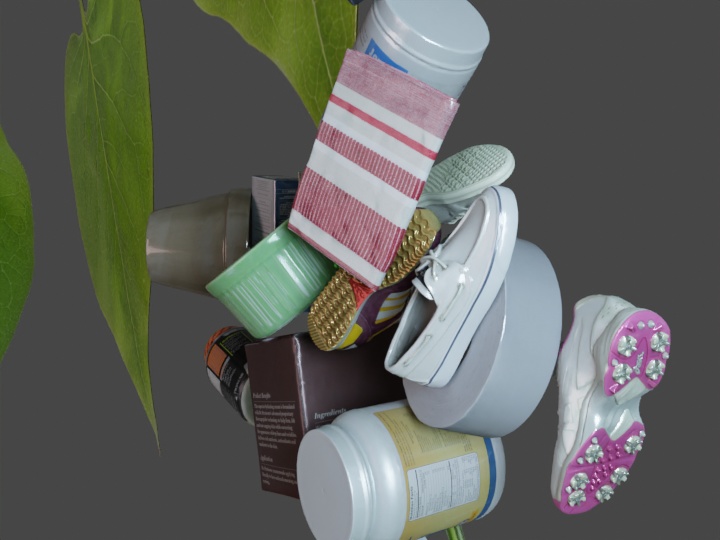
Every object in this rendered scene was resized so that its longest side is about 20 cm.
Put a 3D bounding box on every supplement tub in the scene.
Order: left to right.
[{"bbox_3d":[-0.190,0.173,1.250,0.199,0.120,0.125,29,118,54],"label":"supplement tub"},{"bbox_3d":[0.041,-0.204,0.813,0.134,0.130,0.201,65,144,29],"label":"supplement tub"},{"bbox_3d":[0.044,0.217,0.796,0.144,0.197,0.148,12,104,57],"label":"supplement tub"}]

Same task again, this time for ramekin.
[{"bbox_3d":[-0.095,-0.004,0.951,0.098,0.200,0.199,51,147,-7],"label":"ramekin"}]

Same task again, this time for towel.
[{"bbox_3d":[0.007,-0.102,0.738,0.143,0.023,0.203,35,113,32],"label":"towel"}]

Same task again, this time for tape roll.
[{"bbox_3d":[0.113,0.061,0.733,0.200,0.065,0.204,133,144,-51],"label":"tape roll"}]

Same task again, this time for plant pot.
[{"bbox_3d":[-0.267,-0.039,1.237,0.200,0.169,0.205,180,90,-84],"label":"plant pot"}]

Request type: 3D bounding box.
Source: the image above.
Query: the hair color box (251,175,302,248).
[{"bbox_3d":[-0.133,-0.049,1.185,0.100,0.059,0.205,20,110,59],"label":"hair color box"}]

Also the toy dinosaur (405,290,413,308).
[{"bbox_3d":[0.041,-0.008,0.855,0.059,0.101,0.199,-53,23,-12],"label":"toy dinosaur"}]

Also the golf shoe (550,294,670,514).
[{"bbox_3d":[0.207,0.117,0.651,0.092,0.074,0.204,-134,54,-60],"label":"golf shoe"}]

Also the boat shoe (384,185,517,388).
[{"bbox_3d":[0.078,0.013,0.671,0.072,0.065,0.203,-115,43,-58],"label":"boat shoe"}]

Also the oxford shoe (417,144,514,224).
[{"bbox_3d":[0.099,-0.082,0.811,0.199,0.058,0.076,-23,31,50],"label":"oxford shoe"}]

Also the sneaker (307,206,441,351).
[{"bbox_3d":[0.026,0.009,0.792,0.200,0.089,0.076,-46,63,27],"label":"sneaker"}]

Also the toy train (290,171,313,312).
[{"bbox_3d":[-0.071,-0.035,1.080,0.115,0.084,0.204,20,107,41],"label":"toy train"}]

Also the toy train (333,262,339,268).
[{"bbox_3d":[0.000,0.000,0.861,0.056,0.042,0.201,34,160,34],"label":"toy train"}]

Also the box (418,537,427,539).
[{"bbox_3d":[0.038,0.364,0.925,0.199,0.036,0.146,-10,113,60],"label":"box"}]

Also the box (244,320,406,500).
[{"bbox_3d":[-0.040,0.181,0.965,0.165,0.161,0.205,-15,81,59],"label":"box"}]

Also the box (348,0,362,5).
[{"bbox_3d":[0.034,-0.381,0.716,0.107,0.198,0.123,53,176,39],"label":"box"}]
